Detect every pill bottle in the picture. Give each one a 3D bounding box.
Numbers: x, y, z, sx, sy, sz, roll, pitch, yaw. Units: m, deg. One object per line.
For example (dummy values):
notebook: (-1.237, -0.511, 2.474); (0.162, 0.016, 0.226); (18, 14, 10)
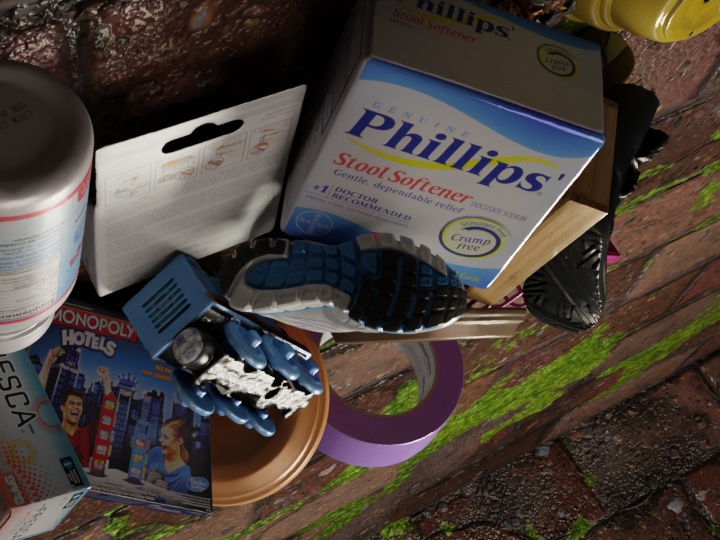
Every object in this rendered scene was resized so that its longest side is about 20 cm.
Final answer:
pill bottle: (-0.229, -0.030, 0.686); (0.108, 0.109, 0.200); (-20, 157, -28)

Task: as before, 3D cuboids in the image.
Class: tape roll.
tape roll: (0.011, 0.112, 1.206); (0.199, 0.201, 0.066); (-20, 156, -27)

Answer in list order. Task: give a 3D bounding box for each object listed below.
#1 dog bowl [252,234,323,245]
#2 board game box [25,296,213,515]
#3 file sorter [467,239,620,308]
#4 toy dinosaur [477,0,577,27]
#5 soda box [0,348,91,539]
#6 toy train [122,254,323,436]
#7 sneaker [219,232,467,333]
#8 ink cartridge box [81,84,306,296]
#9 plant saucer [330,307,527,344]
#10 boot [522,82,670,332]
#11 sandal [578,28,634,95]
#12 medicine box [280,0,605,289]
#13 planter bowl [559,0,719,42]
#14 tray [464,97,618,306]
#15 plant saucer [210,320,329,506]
dog bowl: (0.000, 0.000, 0.990); (0.199, 0.074, 0.200); (-7, 179, 0)
board game box: (-0.207, 0.094, 0.939); (0.199, 0.201, 0.061); (23, 156, -39)
file sorter: (0.154, -0.037, 1.161); (0.125, 0.139, 0.199); (-41, 157, 29)
toy dinosaur: (0.090, -0.163, 0.896); (0.199, 0.103, 0.136); (-17, 152, 26)
soda box: (-0.270, 0.090, 0.768); (0.068, 0.201, 0.064); (-6, 148, -50)
toy train: (-0.107, 0.066, 0.916); (0.087, 0.114, 0.200); (-40, 152, 8)
sneaker: (-0.005, 0.017, 0.852); (0.199, 0.075, 0.087); (6, 162, 26)
ink cartridge box: (-0.131, -0.071, 0.819); (0.162, 0.057, 0.200); (-22, 153, -23)
plant saucer: (0.060, 0.053, 1.039); (0.199, 0.030, 0.200); (-2, 175, 0)
boot: (0.219, -0.055, 1.000); (0.169, 0.076, 0.201); (-58, 160, -28)
sandal: (0.164, -0.160, 1.013); (0.199, 0.082, 0.055); (-34, 179, -14)
medicine box: (0.056, -0.099, 0.818); (0.181, 0.103, 0.200); (16, 143, -13)
planter bowl: (0.272, -0.254, 0.914); (0.200, 0.084, 0.201); (-28, 159, -12)
tray: (0.141, -0.053, 0.894); (0.037, 0.099, 0.200); (17, 154, -12)
plant saucer: (-0.130, 0.119, 1.023); (0.199, 0.201, 0.037); (-31, 169, -1)
